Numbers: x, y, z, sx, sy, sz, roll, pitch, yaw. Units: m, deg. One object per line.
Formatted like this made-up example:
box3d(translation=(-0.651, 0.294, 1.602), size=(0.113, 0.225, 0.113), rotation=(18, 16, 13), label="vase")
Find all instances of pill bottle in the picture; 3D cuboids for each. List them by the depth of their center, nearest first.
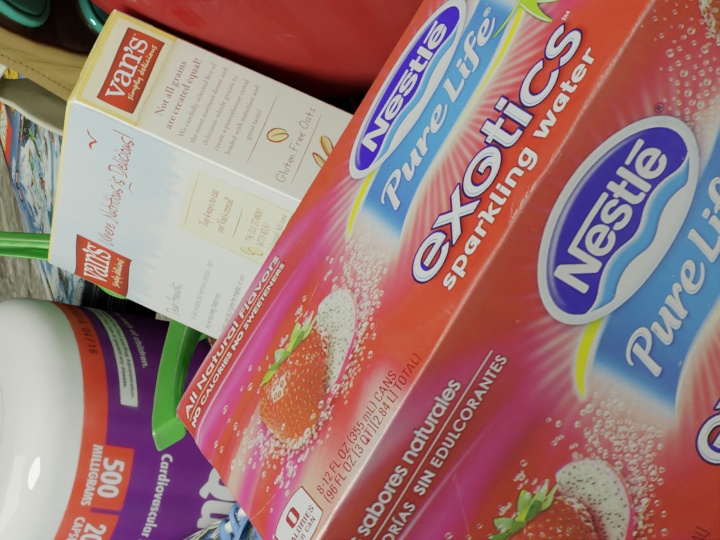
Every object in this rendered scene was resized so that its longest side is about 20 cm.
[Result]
box3d(translation=(-0.067, 0.079, 0.976), size=(0.112, 0.199, 0.113), rotation=(-25, 60, 54), label="pill bottle")

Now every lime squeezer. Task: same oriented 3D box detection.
box3d(translation=(-0.090, 0.011, 0.899), size=(0.200, 0.071, 0.038), rotation=(34, 161, 51), label="lime squeezer")

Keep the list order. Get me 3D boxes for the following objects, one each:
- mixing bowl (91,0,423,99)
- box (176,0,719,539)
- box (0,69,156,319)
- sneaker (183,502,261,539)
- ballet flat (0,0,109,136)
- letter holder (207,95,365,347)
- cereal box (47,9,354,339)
box3d(translation=(-0.008, -0.125, 0.745), size=(0.109, 0.199, 0.200), rotation=(58, 175, -31), label="mixing bowl")
box3d(translation=(0.055, -0.013, 0.553), size=(0.201, 0.095, 0.100), rotation=(-58, 27, 6), label="box")
box3d(translation=(-0.108, -0.075, 0.968), size=(0.201, 0.040, 0.138), rotation=(109, 146, -52), label="box")
box3d(translation=(-0.033, 0.106, 0.867), size=(0.077, 0.199, 0.076), rotation=(45, -152, -44), label="sneaker")
box3d(translation=(-0.112, -0.081, 0.778), size=(0.063, 0.199, 0.069), rotation=(-34, 45, 28), label="ballet flat")
box3d(translation=(-0.030, -0.080, 0.952), size=(0.143, 0.100, 0.201), rotation=(100, 153, -46), label="letter holder")
box3d(translation=(0.000, 0.000, 0.756), size=(0.144, 0.199, 0.040), rotation=(119, 175, -69), label="cereal box")
